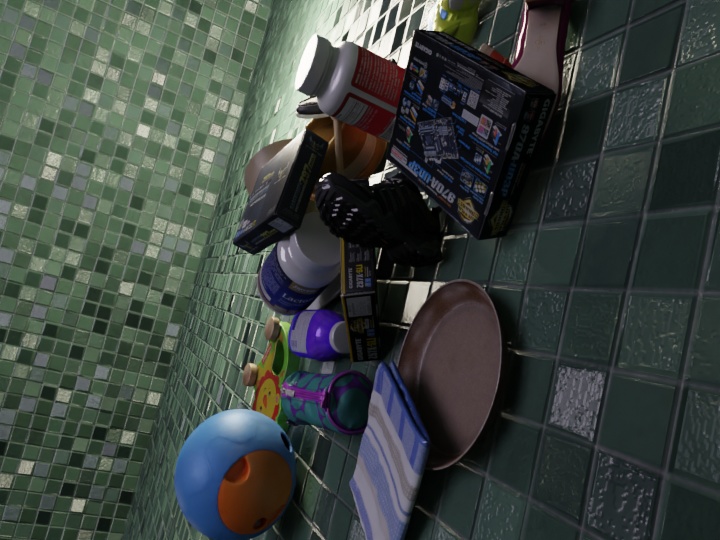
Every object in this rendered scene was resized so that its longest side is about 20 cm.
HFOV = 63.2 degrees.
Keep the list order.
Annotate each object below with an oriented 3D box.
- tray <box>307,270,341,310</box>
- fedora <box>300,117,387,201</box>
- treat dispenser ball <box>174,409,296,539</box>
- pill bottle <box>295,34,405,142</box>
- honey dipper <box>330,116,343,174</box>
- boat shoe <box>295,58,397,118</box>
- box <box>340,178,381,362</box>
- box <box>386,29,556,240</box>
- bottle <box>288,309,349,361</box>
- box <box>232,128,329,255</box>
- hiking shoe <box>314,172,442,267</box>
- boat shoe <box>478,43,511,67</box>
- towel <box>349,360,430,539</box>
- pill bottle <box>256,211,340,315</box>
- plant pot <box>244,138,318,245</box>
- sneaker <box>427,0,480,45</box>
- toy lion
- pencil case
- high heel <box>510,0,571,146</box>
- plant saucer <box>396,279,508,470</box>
[{"bbox_3d":[-0.045,0.009,1.050,0.200,0.022,0.110,-41,39,52],"label":"tray"},{"bbox_3d":[-0.049,-0.222,1.040,0.196,0.082,0.205,-14,59,24],"label":"fedora"},{"bbox_3d":[-0.203,0.334,0.961,0.201,0.197,0.205,-47,34,46],"label":"treat dispenser ball"},{"bbox_3d":[0.003,-0.282,0.913,0.112,0.196,0.114,-46,34,45],"label":"pill bottle"},{"bbox_3d":[-0.034,-0.167,0.977,0.038,0.037,0.206,-152,57,-67],"label":"honey dipper"},{"bbox_3d":[-0.022,-0.313,0.998,0.075,0.194,0.067,-100,-3,-57],"label":"boat shoe"},{"bbox_3d":[0.000,0.000,0.824,0.161,0.048,0.204,81,-174,-52],"label":"box"},{"bbox_3d":[0.109,-0.156,0.651,0.200,0.045,0.162,50,138,43],"label":"box"},{"bbox_3d":[-0.061,0.106,0.965,0.199,0.064,0.086,-11,66,65],"label":"bottle"},{"bbox_3d":[-0.137,-0.125,0.979,0.199,0.050,0.161,-19,49,57],"label":"box"},{"bbox_3d":[0.026,-0.080,0.723,0.075,0.198,0.103,-18,55,44],"label":"hiking shoe"},{"bbox_3d":[0.118,-0.187,0.737,0.200,0.062,0.072,-48,10,43],"label":"boat shoe"},{"bbox_3d":[0.028,0.227,0.675,0.148,0.023,0.204,-118,36,-59],"label":"towel"},{"bbox_3d":[-0.100,-0.010,1.001,0.200,0.113,0.118,134,146,-55],"label":"pill bottle"},{"bbox_3d":[-0.123,-0.118,1.158,0.188,0.184,0.203,-52,45,40],"label":"plant pot"},{"bbox_3d":[0.142,-0.407,0.837,0.203,0.074,0.106,-65,23,20],"label":"sneaker"},{"bbox_3d":[-0.167,0.225,1.147,0.203,0.067,0.193,-62,32,25],"label":"toy lion"},{"bbox_3d":[-0.052,0.189,0.854,0.199,0.091,0.087,-20,56,61],"label":"pencil case"},{"bbox_3d":[0.198,-0.221,0.644,0.066,0.096,0.205,14,103,25],"label":"high heel"},{"bbox_3d":[0.098,0.112,0.637,0.200,0.031,0.204,-46,35,47],"label":"plant saucer"}]
